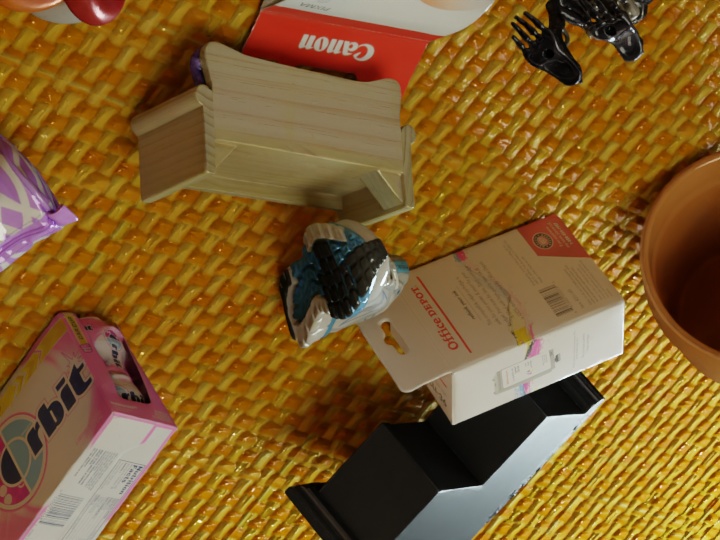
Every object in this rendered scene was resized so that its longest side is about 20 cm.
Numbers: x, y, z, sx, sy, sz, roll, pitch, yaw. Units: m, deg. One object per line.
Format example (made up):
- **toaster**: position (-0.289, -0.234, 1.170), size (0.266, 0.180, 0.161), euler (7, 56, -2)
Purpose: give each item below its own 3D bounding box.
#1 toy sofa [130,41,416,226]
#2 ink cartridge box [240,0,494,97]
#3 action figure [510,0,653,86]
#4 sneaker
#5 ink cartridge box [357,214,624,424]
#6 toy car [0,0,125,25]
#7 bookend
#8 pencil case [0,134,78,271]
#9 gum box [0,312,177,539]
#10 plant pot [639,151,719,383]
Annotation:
- **toy sofa**: position (-0.060, -0.092, 1.638), size (0.199, 0.098, 0.083), euler (7, 162, -39)
- **ink cartridge box**: position (0.013, -0.188, 1.618), size (0.162, 0.050, 0.201), euler (6, 122, -38)
- **action figure**: position (0.174, -0.213, 1.652), size (0.118, 0.200, 0.102), euler (-22, 109, 26)
- **sneaker**: position (0.000, 0.000, 1.720), size (0.086, 0.075, 0.200), euler (-16, 173, -17)
- **ink cartridge box**: position (0.099, 0.045, 1.849), size (0.199, 0.117, 0.068), euler (-21, 138, -16)
- **toy car**: position (-0.147, -0.222, 1.383), size (0.199, 0.150, 0.175), euler (-22, 138, -1)
- **bookend**: position (0.072, 0.145, 1.890), size (0.199, 0.092, 0.200), euler (-48, 159, 19)
- **pencil case**: position (-0.292, -0.005, 1.551), size (0.200, 0.086, 0.084), euler (-41, 142, 4)
- **gum box**: position (-0.229, 0.138, 1.709), size (0.066, 0.114, 0.200), euler (18, 117, -44)
- **plant pot**: position (0.335, 0.015, 1.942), size (0.200, 0.200, 0.140), euler (-29, 155, -8)
